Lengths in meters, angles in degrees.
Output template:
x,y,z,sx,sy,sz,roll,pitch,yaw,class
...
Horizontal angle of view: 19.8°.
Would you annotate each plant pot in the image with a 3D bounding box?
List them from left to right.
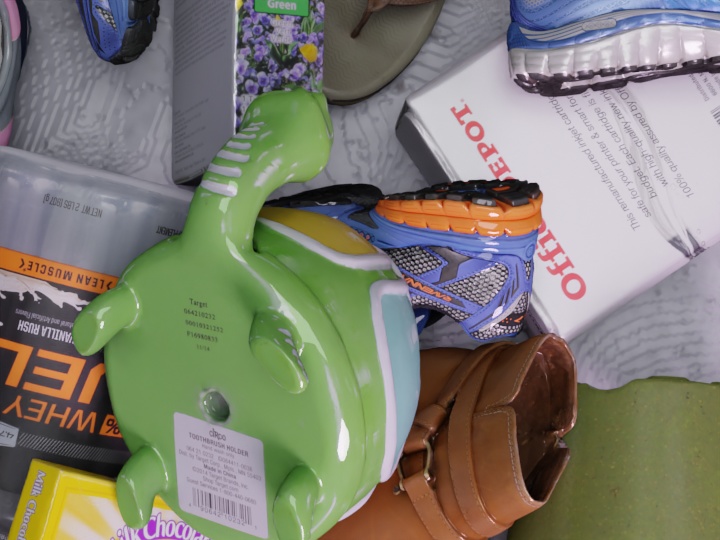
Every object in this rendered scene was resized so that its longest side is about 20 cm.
x,y,z,sx,sy,sz,roll,pitch,yaw,class
0.141,0.157,0.997,0.199,0.200,0.191,5,72,-4,plant pot

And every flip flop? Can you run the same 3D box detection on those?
x,y,z,sx,sy,sz,roll,pitch,yaw,class
0.033,-0.172,1.065,0.200,0.058,0.081,-45,90,-7,flip flop

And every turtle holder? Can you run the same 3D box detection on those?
x,y,z,sx,sy,sz,roll,pitch,yaw,class
-0.045,0.026,0.921,0.132,0.141,0.186,-32,99,-49,turtle holder

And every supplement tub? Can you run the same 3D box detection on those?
x,y,z,sx,sy,sz,roll,pitch,yaw,class
-0.148,0.049,0.995,0.122,0.123,0.201,13,91,-3,supplement tub

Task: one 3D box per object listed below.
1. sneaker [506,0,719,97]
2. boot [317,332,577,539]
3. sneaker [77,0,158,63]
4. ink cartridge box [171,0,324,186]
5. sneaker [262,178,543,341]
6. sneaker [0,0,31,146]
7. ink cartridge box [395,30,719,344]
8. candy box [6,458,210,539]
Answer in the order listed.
x,y,z,sx,sy,sz,roll,pitch,yaw,class
0.165,-0.140,0.979,0.199,0.079,0.090,-7,87,-5,sneaker
0.028,0.125,0.969,0.073,0.154,0.201,27,59,-38,boot
-0.162,-0.192,1.046,0.078,0.075,0.201,-26,81,6,sneaker
-0.056,-0.146,1.027,0.050,0.109,0.201,3,84,-21,ink cartridge box
0.000,0.000,1.000,0.075,0.199,0.079,-13,100,-48,sneaker
-0.210,-0.056,1.025,0.070,0.082,0.201,7,85,-4,sneaker
0.137,-0.073,1.051,0.199,0.084,0.145,-34,87,-7,ink cartridge box
-0.093,0.157,0.976,0.026,0.200,0.103,11,83,40,candy box
